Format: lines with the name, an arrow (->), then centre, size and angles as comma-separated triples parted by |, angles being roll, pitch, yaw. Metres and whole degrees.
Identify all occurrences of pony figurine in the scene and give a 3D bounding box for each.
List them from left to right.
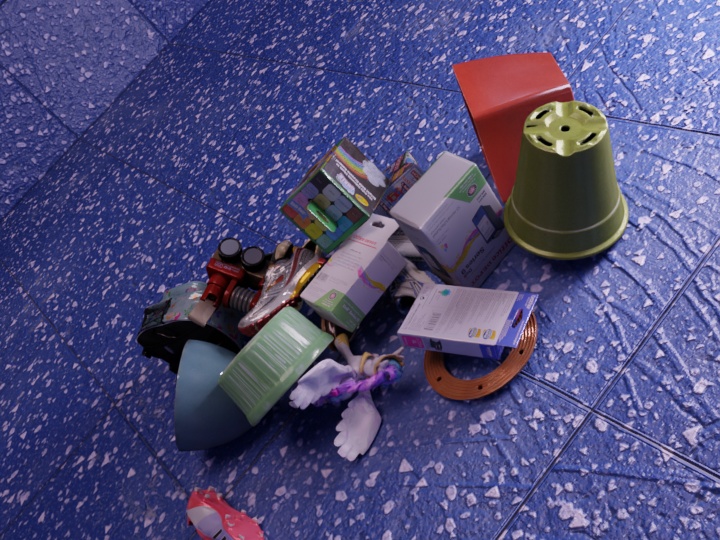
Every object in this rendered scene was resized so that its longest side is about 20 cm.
pony figurine -> -0.025, 0.187, 1.391 | 0.193, 0.167, 0.200 | -47, 20, -19

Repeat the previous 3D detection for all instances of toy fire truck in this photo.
toy fire truck -> -0.226, 0.051, 1.578 | 0.176, 0.129, 0.200 | 20, 61, 12

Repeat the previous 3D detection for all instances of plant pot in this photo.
plant pot -> -0.251, 0.230, 1.531 | 0.134, 0.200, 0.200 | 4, 46, -1
plant pot -> 0.292, -0.278, 1.526 | 0.176, 0.200, 0.200 | -20, 40, 10
plant pot -> 0.316, -0.153, 1.310 | 0.200, 0.190, 0.200 | -7, 47, 8

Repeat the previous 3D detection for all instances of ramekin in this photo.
ramekin -> -0.146, 0.154, 1.417 | 0.200, 0.098, 0.200 | -48, -2, -2

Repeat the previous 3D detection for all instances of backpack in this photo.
backpack -> -0.324, 0.113, 1.700 | 0.200, 0.177, 0.151 | -17, 45, 39

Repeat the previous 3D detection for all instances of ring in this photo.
ring -> 0.191, 0.122, 1.345 | 0.200, 0.019, 0.201 | -26, 39, 23

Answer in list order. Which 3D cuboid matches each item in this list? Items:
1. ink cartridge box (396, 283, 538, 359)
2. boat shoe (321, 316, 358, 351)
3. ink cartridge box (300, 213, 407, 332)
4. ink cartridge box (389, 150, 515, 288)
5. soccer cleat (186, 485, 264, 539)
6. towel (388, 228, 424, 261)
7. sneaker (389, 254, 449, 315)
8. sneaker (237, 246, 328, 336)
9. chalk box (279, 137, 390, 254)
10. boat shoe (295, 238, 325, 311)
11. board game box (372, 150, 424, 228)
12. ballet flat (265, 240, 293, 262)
ink cartridge box -> 0.170, 0.079, 1.322 | 0.200, 0.042, 0.119 | 3, 43, 32
boat shoe -> -0.019, 0.057, 1.562 | 0.070, 0.070, 0.200 | -21, 41, 33
ink cartridge box -> 0.000, 0.000, 1.482 | 0.200, 0.067, 0.117 | -51, 33, -11
ink cartridge box -> 0.162, -0.075, 1.416 | 0.145, 0.200, 0.087 | -48, 43, -9
soccer cleat -> -0.225, 0.429, 1.397 | 0.200, 0.067, 0.077 | 23, 101, 46
towel -> 0.120, -0.093, 1.590 | 0.200, 0.035, 0.193 | 3, 50, 52
sneaker -> 0.079, 0.029, 1.499 | 0.085, 0.077, 0.200 | -52, 36, -6
sneaker -> -0.149, 0.039, 1.523 | 0.082, 0.078, 0.200 | 37, 69, 18
chalk box -> -0.050, -0.125, 1.515 | 0.124, 0.125, 0.200 | -40, 12, 33
boat shoe -> -0.135, 0.023, 1.695 | 0.073, 0.063, 0.201 | 27, 64, 17
board game box -> 0.062, -0.151, 1.663 | 0.200, 0.062, 0.200 | -37, 16, 29
ballet flat -> -0.181, -0.022, 1.736 | 0.067, 0.057, 0.200 | -54, 6, -23
